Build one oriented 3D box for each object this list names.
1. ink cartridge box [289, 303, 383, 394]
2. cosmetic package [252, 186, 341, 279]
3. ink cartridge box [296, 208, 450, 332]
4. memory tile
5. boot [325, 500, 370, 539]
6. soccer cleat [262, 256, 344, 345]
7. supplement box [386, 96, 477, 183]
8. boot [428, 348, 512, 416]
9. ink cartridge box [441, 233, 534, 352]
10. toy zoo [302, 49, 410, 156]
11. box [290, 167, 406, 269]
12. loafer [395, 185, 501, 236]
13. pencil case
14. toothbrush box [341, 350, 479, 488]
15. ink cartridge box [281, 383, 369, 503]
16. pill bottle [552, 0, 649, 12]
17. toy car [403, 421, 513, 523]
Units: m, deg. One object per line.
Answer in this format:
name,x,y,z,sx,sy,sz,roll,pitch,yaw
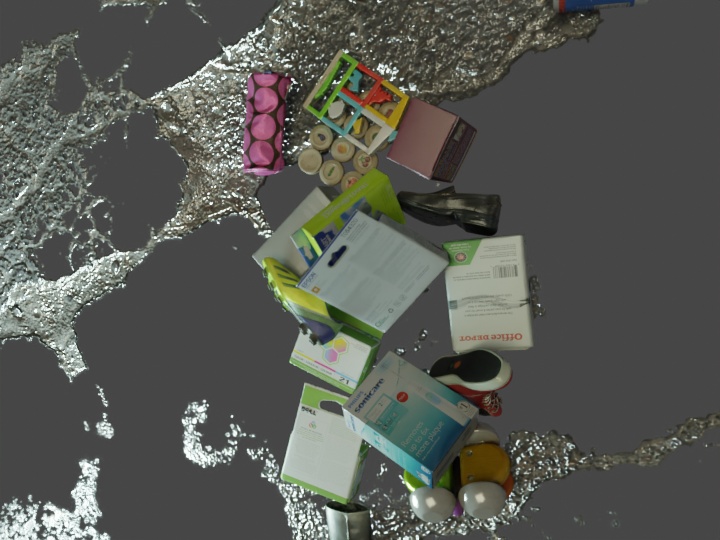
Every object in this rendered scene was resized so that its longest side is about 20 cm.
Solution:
ink cartridge box,-0.032,0.113,1.298,0.147,0.076,0.201,24,103,15
cosmetic package,-0.103,-0.060,1.303,0.200,0.090,0.107,-44,82,19
ink cartridge box,0.021,-0.002,1.176,0.199,0.043,0.196,30,120,-20
memory tile,-0.021,-0.256,1.284,0.153,0.017,0.201,31,98,14
boot,0.012,0.573,1.336,0.181,0.073,0.201,3,89,16
soccer cleat,-0.110,0.049,1.255,0.084,0.065,0.200,-37,83,-13
supplement box,0.129,-0.220,1.151,0.085,0.200,0.111,28,103,14
boot,0.228,0.208,1.168,0.144,0.200,0.073,40,67,-16
ink cartridge box,0.233,0.040,1.201,0.146,0.083,0.201,-4,93,19
toy zoo,0.003,-0.309,1.259,0.200,0.020,0.131,37,99,12
box,-0.018,-0.077,1.203,0.200,0.122,0.048,-40,46,-12
loafer,0.162,-0.121,1.227,0.199,0.073,0.073,15,78,13
pencil case,-0.181,-0.288,1.308,0.093,0.091,0.201,6,99,11
toothbrush box,0.089,0.262,1.188,0.200,0.085,0.146,31,61,27
ink cartridge box,-0.057,0.335,1.320,0.147,0.076,0.201,16,95,17
pill bottle,0.417,-0.487,1.081,0.199,0.112,0.113,1,95,18
toy car,0.184,0.388,1.226,0.199,0.175,0.150,-11,130,15
